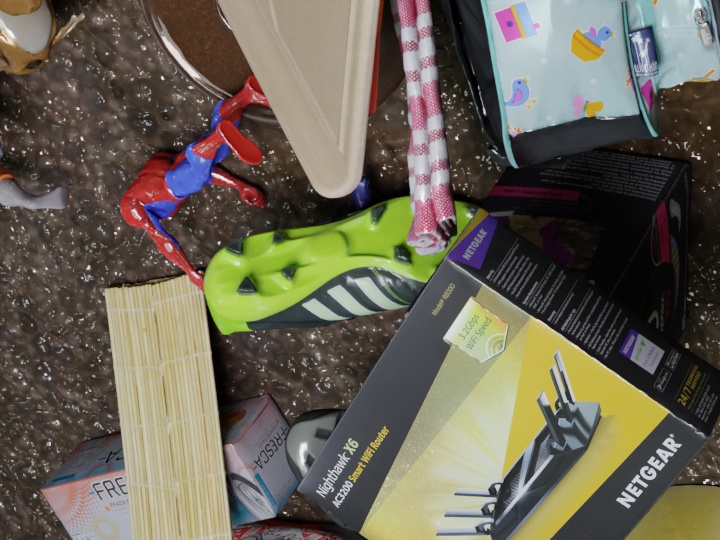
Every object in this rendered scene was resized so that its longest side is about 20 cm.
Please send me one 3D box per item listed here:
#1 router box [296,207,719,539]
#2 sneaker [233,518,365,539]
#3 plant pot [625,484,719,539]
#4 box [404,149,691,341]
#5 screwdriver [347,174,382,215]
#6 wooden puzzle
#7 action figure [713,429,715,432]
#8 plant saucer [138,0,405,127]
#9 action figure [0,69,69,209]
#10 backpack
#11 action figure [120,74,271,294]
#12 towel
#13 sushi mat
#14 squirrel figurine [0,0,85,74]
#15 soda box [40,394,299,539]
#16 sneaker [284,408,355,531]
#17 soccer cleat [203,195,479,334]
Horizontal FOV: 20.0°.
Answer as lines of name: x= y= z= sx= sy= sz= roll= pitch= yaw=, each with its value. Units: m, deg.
router box: x=0.076 y=0.087 z=1.063 sx=0.157 sy=0.052 sz=0.200 roll=34 pitch=131 yaw=4
sneaker: x=-0.101 y=0.219 z=1.479 sx=0.200 sy=0.108 sz=0.068 roll=-1 pitch=101 yaw=27
plant pot: x=0.218 y=0.261 z=1.317 sx=0.199 sy=0.142 sz=0.201 roll=15 pitch=128 yaw=20
box: x=0.112 y=0.028 z=1.172 sx=0.105 sy=0.200 sz=0.123 roll=10 pitch=127 yaw=23
screwdriver: x=-0.003 y=-0.072 z=1.265 sx=0.028 sy=0.029 sz=0.201 roll=38 pitch=150 yaw=44
wooden puzzle: x=-0.026 y=-0.169 z=1.101 sx=0.201 sy=0.037 sz=0.186 roll=103 pitch=147 yaw=-49
action figure: x=0.118 y=0.093 z=1.278 sx=0.199 sy=0.119 sz=0.103 roll=25 pitch=121 yaw=24
plant saucer: x=-0.060 y=-0.168 z=1.242 sx=0.199 sy=0.035 sz=0.201 roll=14 pitch=127 yaw=19
action figure: x=-0.311 y=-0.109 z=1.381 sx=0.192 sy=0.105 sz=0.201 roll=-6 pitch=120 yaw=22
backpack: x=0.105 y=-0.177 z=1.046 sx=0.152 sy=0.176 sz=0.201 roll=-17 pitch=118 yaw=13
action figure: x=-0.089 y=-0.048 z=1.310 sx=0.099 sy=0.065 sz=0.200 roll=41 pitch=150 yaw=-15
towel: x=0.028 y=-0.112 z=1.111 sx=0.030 sy=0.146 sz=0.202 roll=-7 pitch=86 yaw=2
sushi mat: x=-0.134 y=0.105 z=1.425 sx=0.095 sy=0.012 sz=0.202 roll=-7 pitch=89 yaw=35
squirrel figurine: x=-0.239 y=-0.223 z=1.259 sx=0.200 sy=0.141 sz=0.187 roll=41 pitch=144 yaw=16
soda box: x=-0.137 y=0.152 z=1.491 sx=0.199 sy=0.064 sz=0.069 roll=-17 pitch=113 yaw=37
sneaker: x=0.006 y=0.132 z=1.339 sx=0.079 sy=0.076 sz=0.200 roll=22 pitch=175 yaw=41
soccer cleat: x=0.000 y=0.000 z=1.272 sx=0.199 sy=0.068 sz=0.081 roll=-8 pitch=156 yaw=-8
